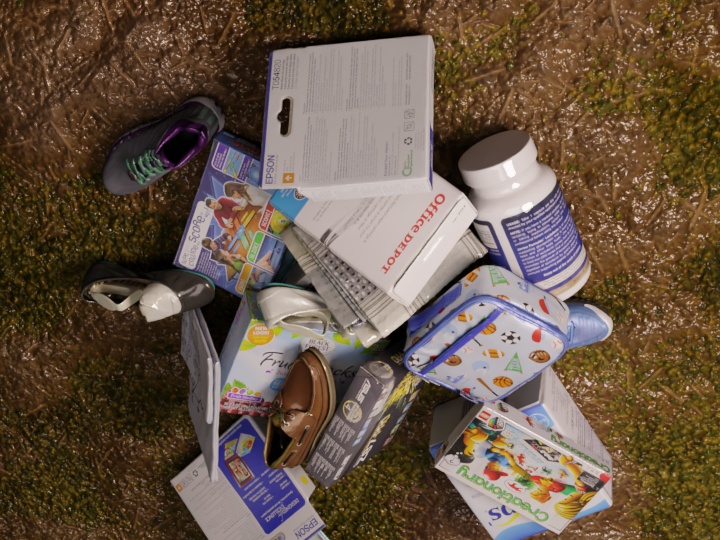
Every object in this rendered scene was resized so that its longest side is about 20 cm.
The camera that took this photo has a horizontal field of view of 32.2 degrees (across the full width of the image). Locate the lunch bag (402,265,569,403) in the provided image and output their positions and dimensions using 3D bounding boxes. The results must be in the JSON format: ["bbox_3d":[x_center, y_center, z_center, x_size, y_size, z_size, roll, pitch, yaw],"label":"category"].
[{"bbox_3d":[0.147,0.082,1.525,0.160,0.076,0.200,25,137,-20],"label":"lunch bag"}]

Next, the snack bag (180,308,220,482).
[{"bbox_3d":[-0.219,0.157,1.699,0.021,0.189,0.201,-5,121,-17],"label":"snack bag"}]

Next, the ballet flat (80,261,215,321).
[{"bbox_3d":[-0.291,0.035,1.675,0.199,0.069,0.068,5,132,26],"label":"ballet flat"}]

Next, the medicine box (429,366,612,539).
[{"bbox_3d":[0.224,0.255,1.723,0.182,0.103,0.200,-26,113,24],"label":"medicine box"}]

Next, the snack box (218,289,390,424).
[{"bbox_3d":[-0.084,0.122,1.682,0.199,0.068,0.169,10,125,-23],"label":"snack box"}]

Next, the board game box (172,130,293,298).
[{"bbox_3d":[-0.153,-0.065,1.617,0.135,0.034,0.201,26,122,2],"label":"board game box"}]

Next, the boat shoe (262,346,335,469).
[{"bbox_3d":[-0.084,0.190,1.633,0.072,0.068,0.201,42,138,36],"label":"boat shoe"}]

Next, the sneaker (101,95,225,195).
[{"bbox_3d":[-0.263,-0.147,1.573,0.200,0.088,0.074,-33,111,26],"label":"sneaker"}]

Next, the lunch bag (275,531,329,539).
[{"bbox_3d":[-0.128,0.462,1.906,0.200,0.122,0.170,46,121,-7],"label":"lunch bag"}]

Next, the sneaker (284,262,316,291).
[{"bbox_3d":[0.000,0.000,1.623,0.200,0.073,0.114,-33,114,22],"label":"sneaker"}]

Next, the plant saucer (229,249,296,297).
[{"bbox_3d":[-0.112,-0.035,1.656,0.070,0.019,0.200,29,121,-7],"label":"plant saucer"}]

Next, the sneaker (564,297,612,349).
[{"bbox_3d":[0.230,0.084,1.632,0.199,0.077,0.076,-4,119,11],"label":"sneaker"}]

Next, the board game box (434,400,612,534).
[{"bbox_3d":[0.214,0.256,1.643,0.199,0.035,0.126,29,122,-8],"label":"board game box"}]

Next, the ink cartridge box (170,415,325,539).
[{"bbox_3d":[-0.161,0.336,1.829,0.198,0.047,0.200,-42,79,28],"label":"ink cartridge box"}]

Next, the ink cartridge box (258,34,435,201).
[{"bbox_3d":[-0.013,-0.177,1.455,0.199,0.201,0.041,-2,155,12],"label":"ink cartridge box"}]

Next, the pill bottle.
[{"bbox_3d":[0.198,-0.063,1.525,0.115,0.116,0.201,-17,117,19],"label":"pill bottle"}]

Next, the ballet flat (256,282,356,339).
[{"bbox_3d":[-0.038,0.058,1.603,0.199,0.070,0.070,4,126,-22],"label":"ballet flat"}]

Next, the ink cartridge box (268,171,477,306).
[{"bbox_3d":[0.015,-0.075,1.484,0.200,0.086,0.147,38,90,22],"label":"ink cartridge box"}]

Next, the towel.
[{"bbox_3d":[0.023,-0.032,1.539,0.200,0.035,0.193,-40,78,6],"label":"towel"}]

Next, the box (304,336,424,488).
[{"bbox_3d":[0.020,0.184,1.683,0.049,0.161,0.200,40,124,20],"label":"box"}]
